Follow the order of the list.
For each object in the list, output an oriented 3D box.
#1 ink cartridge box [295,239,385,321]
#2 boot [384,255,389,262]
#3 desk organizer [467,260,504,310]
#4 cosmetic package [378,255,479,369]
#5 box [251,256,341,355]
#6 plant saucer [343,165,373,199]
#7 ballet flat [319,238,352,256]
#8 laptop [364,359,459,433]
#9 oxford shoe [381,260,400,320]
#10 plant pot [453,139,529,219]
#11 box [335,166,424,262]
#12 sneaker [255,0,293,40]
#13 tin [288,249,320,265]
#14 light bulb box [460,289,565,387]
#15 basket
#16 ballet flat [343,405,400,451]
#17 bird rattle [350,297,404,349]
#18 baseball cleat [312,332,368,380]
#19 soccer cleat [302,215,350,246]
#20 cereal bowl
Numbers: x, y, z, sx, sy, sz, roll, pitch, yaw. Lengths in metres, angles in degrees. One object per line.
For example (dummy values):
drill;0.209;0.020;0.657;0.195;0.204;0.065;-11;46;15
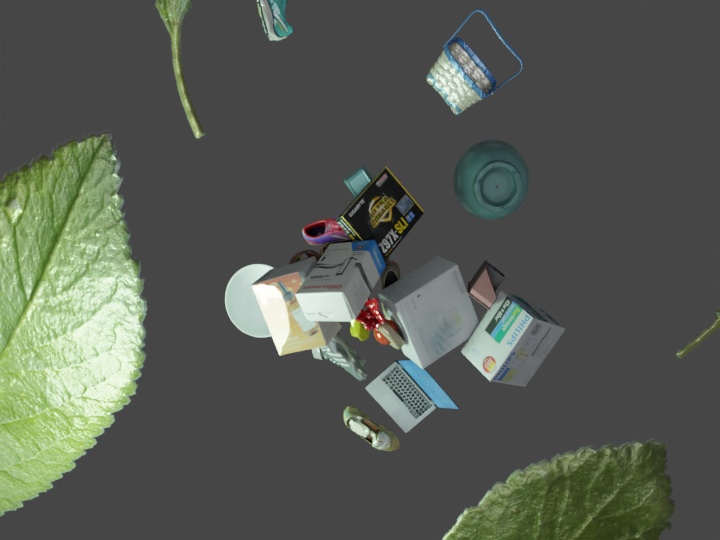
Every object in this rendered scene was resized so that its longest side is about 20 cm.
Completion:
ink cartridge box;-0.045;0.023;1.546;0.142;0.202;0.086;-4;126;31
boot;0.000;0.000;1.720;0.170;0.069;0.205;-23;87;7
desk organizer;0.324;0.034;1.653;0.071;0.200;0.078;36;101;5
cosmetic package;0.183;0.106;1.680;0.197;0.123;0.203;-31;112;-13
box;-0.161;0.091;1.638;0.149;0.106;0.205;-14;106;27
plant saucer;0.038;-0.175;1.711;0.069;0.019;0.202;-33;102;11
ballet flat;-0.013;-0.054;1.667;0.194;0.067;0.070;-9;77;7
laptop;0.140;0.354;1.794;0.199;0.116;0.188;-41;99;12
oxford shoe;0.087;0.082;1.745;0.068;0.075;0.206;-11;104;6
plant pot;0.338;-0.219;1.624;0.193;0.135;0.207;1;106;3
box;0.052;-0.138;1.646;0.160;0.049;0.201;48;62;-12
sneaker;-0.218;-0.672;1.576;0.078;0.077;0.206;-18;109;-13
tin;-0.127;0.044;1.733;0.041;0.111;0.205;-9;108;45
light bulb box;0.399;0.181;1.680;0.197;0.125;0.201;17;109;-47
basket;0.266;-0.494;1.542;0.177;0.140;0.198;48;132;-10
ballet flat;0.031;0.469;1.855;0.198;0.071;0.071;39;103;-8
bird rattle;0.052;0.135;1.654;0.162;0.200;0.114;40;75;-4
baseball cleat;-0.067;0.238;1.806;0.105;0.070;0.202;-35;91;18
soccer cleat;-0.058;-0.112;1.691;0.194;0.073;0.070;-12;76;10
cereal bowl;-0.266;0.071;1.756;0.193;0.084;0.207;1;106;3
